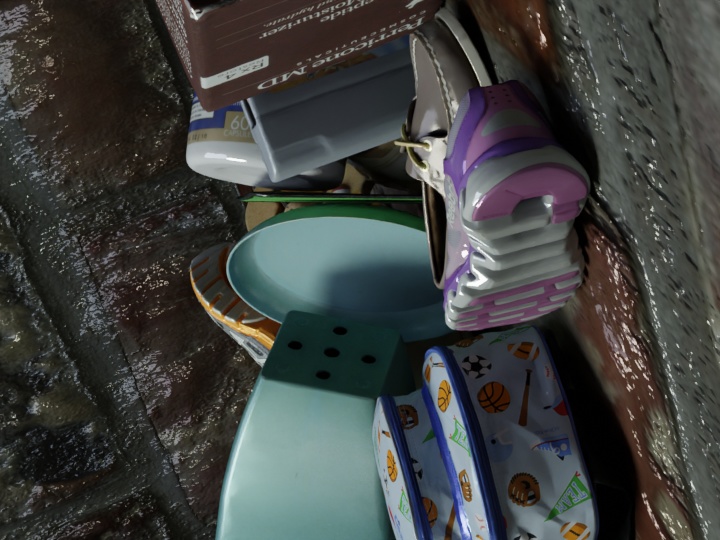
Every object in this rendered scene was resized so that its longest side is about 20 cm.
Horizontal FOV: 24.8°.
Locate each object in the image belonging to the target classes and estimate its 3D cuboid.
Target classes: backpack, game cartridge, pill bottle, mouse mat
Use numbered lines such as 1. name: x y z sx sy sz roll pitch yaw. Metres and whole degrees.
1. backpack: 0.088 0.129 1.091 0.191 0.154 0.200 103 148 -61
2. game cartridge: -0.031 -0.172 1.066 0.042 0.133 0.200 164 85 -81
3. pill bottle: -0.054 -0.162 1.135 0.111 0.111 0.200 137 140 -83
4. mouse mat: -0.006 -0.053 1.188 0.200 0.161 0.008 -164 75 -81

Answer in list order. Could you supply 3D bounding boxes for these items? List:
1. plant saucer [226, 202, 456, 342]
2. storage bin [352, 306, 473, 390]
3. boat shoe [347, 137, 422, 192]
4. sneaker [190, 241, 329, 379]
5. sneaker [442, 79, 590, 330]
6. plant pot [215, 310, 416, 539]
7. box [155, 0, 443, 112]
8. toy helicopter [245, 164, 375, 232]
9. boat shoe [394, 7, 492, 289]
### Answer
1. plant saucer: 0.000 0.000 1.235 0.200 0.200 0.027 80 -165 -61
2. storage bin: 0.015 0.085 1.445 0.198 0.094 0.200 14 129 57
3. boat shoe: 0.018 -0.094 1.205 0.069 0.074 0.200 40 -176 -18
4. sneaker: -0.074 0.050 1.378 0.200 0.078 0.077 42 153 30
5. sneaker: 0.080 -0.036 0.925 0.200 0.080 0.089 91 163 -61
6. plant pot: -0.027 0.140 1.261 0.141 0.141 0.200 -68 -14 -55
7. box: -0.048 -0.215 0.935 0.200 0.166 0.164 109 137 -80
8. toy helicopter: -0.013 -0.027 1.331 0.200 0.132 0.079 22 167 32
9. boat shoe: 0.057 -0.069 1.026 0.072 0.059 0.200 -119 9 -48
